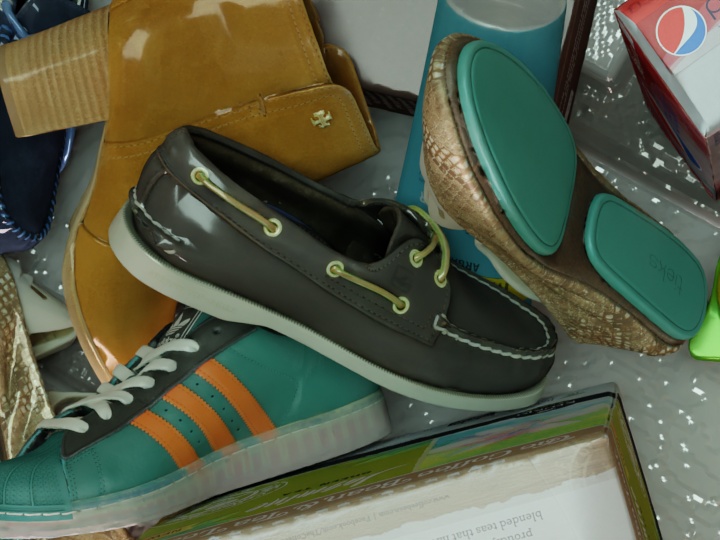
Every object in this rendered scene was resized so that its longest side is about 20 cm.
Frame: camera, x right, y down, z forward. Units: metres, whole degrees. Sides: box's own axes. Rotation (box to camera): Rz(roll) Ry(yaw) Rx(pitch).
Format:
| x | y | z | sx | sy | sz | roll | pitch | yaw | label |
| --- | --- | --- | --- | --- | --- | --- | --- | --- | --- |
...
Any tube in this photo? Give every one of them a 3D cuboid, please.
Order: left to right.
| x | y | z | sx | sy | sz | roll | pitch | yaw | label |
| --- | --- | --- | --- | --- | --- | --- | --- | --- | --- |
| 0.047 | -0.038 | 1.149 | 0.077 | 0.050 | 0.200 | 19 | 133 | 13 | tube |

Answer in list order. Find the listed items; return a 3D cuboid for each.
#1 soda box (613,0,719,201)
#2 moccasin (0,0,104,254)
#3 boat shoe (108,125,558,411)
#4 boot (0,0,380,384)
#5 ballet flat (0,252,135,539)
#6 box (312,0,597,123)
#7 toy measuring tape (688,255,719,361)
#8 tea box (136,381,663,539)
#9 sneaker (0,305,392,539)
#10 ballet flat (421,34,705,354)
| x | y | z | sx | sy | sz | roll | pitch | yaw | label |
| --- | --- | --- | --- | --- | --- | --- | --- | --- | --- |
| 0.152 | -0.083 | 1.105 | 0.070 | 0.200 | 0.063 | -35 | 81 | 4 | soda box |
| -0.147 | -0.109 | 1.202 | 0.068 | 0.080 | 0.200 | -7 | 78 | 22 | moccasin |
| 0.000 | 0.000 | 1.118 | 0.201 | 0.072 | 0.061 | 20 | 119 | -20 | boat shoe |
| -0.060 | -0.031 | 1.162 | 0.144 | 0.071 | 0.201 | -12 | 121 | 6 | boot |
| -0.149 | 0.053 | 1.218 | 0.065 | 0.071 | 0.200 | -17 | 85 | -21 | ballet flat |
| 0.001 | -0.125 | 1.197 | 0.200 | 0.075 | 0.100 | 12 | 88 | 7 | box |
| 0.222 | 0.010 | 1.155 | 0.200 | 0.074 | 0.074 | 4 | 86 | 9 | toy measuring tape |
| 0.025 | 0.140 | 1.102 | 0.200 | 0.197 | 0.134 | -16 | 92 | 6 | tea box |
| -0.080 | 0.056 | 1.134 | 0.200 | 0.071 | 0.080 | -17 | 97 | -35 | sneaker |
| 0.065 | -0.022 | 1.079 | 0.065 | 0.200 | 0.071 | -6 | 54 | 36 | ballet flat |
